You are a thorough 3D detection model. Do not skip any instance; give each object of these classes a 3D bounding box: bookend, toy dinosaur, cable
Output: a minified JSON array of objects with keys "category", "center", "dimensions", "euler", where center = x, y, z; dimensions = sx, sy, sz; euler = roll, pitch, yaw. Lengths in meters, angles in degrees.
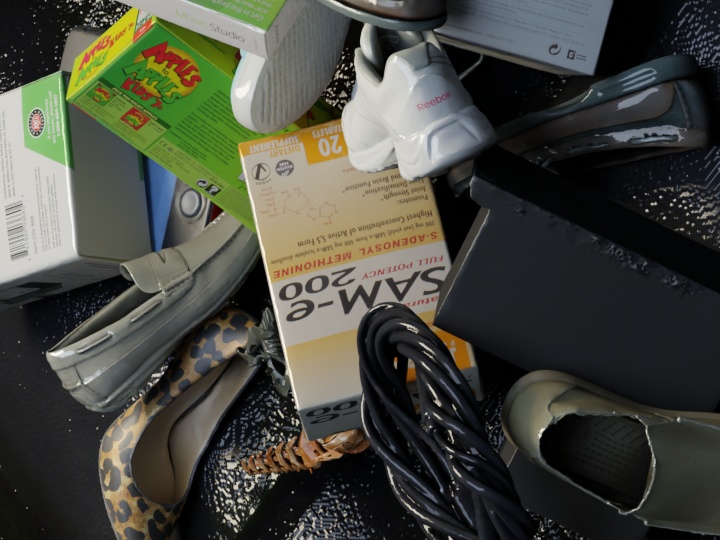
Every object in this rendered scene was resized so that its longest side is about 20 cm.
[{"category":"bookend","center":[0.121,0.056,1.578],"dimensions":[0.198,0.092,0.201],"euler":[25,108,-2]},{"category":"toy dinosaur","center":[-0.016,0.084,1.767],"dimensions":[0.200,0.102,0.136],"euler":[-37,81,10]},{"category":"cable","center":[0.047,0.109,1.542],"dimensions":[0.163,0.051,0.201],"euler":[106,140,-72]}]

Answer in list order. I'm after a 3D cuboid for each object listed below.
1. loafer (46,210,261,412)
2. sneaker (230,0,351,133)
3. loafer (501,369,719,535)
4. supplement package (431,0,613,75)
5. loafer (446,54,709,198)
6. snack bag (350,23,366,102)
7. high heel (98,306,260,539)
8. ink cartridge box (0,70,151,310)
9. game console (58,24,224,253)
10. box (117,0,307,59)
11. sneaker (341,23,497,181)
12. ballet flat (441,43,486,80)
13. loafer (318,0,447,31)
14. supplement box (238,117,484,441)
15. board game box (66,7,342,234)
[{"category":"loafer","center":[-0.145,0.015,1.838],"dimensions":[0.200,0.070,0.070],"euler":[-47,21,-13]},{"category":"sneaker","center":[-0.056,-0.177,1.745],"dimensions":[0.082,0.074,0.201],"euler":[5,53,31]},{"category":"loafer","center":[0.180,0.120,1.507],"dimensions":[0.199,0.068,0.076],"euler":[15,109,-2]},{"category":"supplement package","center":[0.115,-0.236,1.616],"dimensions":[0.114,0.109,0.201],"euler":[-150,75,-82]},{"category":"loafer","center":[0.139,-0.078,1.645],"dimensions":[0.199,0.072,0.063],"euler":[-24,81,36]},{"category":"snack bag","center":[0.034,-0.235,1.681],"dimensions":[0.200,0.021,0.189],"euler":[119,163,-54]},{"category":"high heel","center":[-0.126,0.127,1.862],"dimensions":[0.142,0.071,0.201],"euler":[-7,74,46]},{"category":"ink cartridge box","center":[-0.264,-0.056,1.948],"dimensions":[0.199,0.084,0.147],"euler":[-15,77,39]},{"category":"game console","center":[-0.175,-0.091,1.947],"dimensions":[0.199,0.031,0.178],"euler":[15,98,39]},{"category":"box","center":[-0.079,-0.248,1.715],"dimensions":[0.144,0.036,0.201],"euler":[22,61,16]},{"category":"sneaker","center":[0.028,-0.116,1.593],"dimensions":[0.100,0.078,0.200],"euler":[68,166,-10]},{"category":"ballet flat","center":[0.073,-0.180,1.730],"dimensions":[0.063,0.069,0.200],"euler":[39,118,5]},{"category":"loafer","center":[-0.009,-0.209,1.585],"dimensions":[0.200,0.071,0.063],"euler":[40,131,50]},{"category":"supplement box","center":[0.000,0.000,1.691],"dimensions":[0.125,0.074,0.201],"euler":[-14,68,0]},{"category":"board game box","center":[-0.097,-0.107,1.776],"dimensions":[0.101,0.200,0.048],"euler":[-36,32,33]}]
